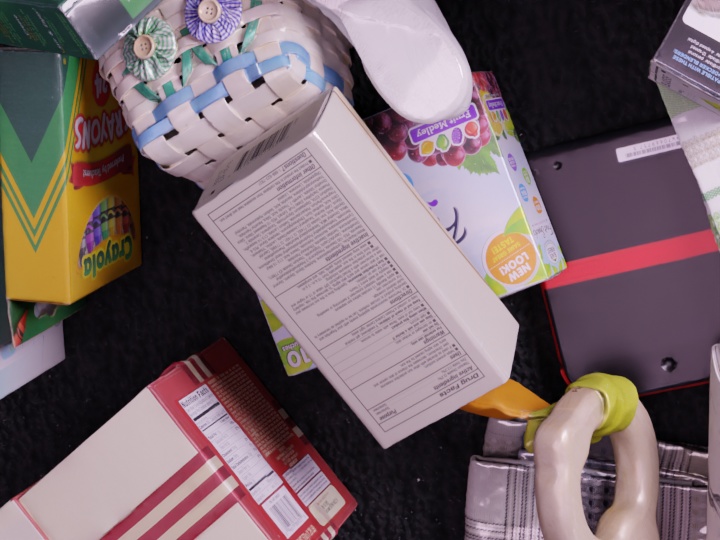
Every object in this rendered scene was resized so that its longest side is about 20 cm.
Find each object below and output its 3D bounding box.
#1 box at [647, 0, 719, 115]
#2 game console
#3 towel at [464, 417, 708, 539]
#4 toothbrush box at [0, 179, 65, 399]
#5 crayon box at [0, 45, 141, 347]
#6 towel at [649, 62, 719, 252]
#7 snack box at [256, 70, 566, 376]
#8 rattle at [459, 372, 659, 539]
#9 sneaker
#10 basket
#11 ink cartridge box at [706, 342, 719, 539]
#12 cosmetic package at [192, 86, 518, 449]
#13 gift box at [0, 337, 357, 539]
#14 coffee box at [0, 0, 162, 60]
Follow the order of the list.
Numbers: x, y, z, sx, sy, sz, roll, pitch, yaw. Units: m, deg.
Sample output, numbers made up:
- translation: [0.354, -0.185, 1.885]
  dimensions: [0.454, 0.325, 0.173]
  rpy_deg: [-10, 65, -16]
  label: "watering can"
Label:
- translation: [0.243, -0.192, 1.052]
  dimensions: [0.060, 0.117, 0.201]
  rpy_deg: [29, 94, 7]
  label: "box"
- translation: [0.212, -0.011, 1.170]
  dimensions: [0.198, 0.031, 0.179]
  rpy_deg: [-13, 92, 17]
  label: "game console"
- translation: [0.163, 0.203, 1.224]
  dimensions: [0.190, 0.035, 0.202]
  rpy_deg: [8, 103, 14]
  label: "towel"
- translation: [-0.283, 0.015, 1.222]
  dimensions: [0.084, 0.200, 0.148]
  rpy_deg: [1, 103, 16]
  label: "toothbrush box"
- translation: [-0.196, -0.058, 1.221]
  dimensions: [0.050, 0.127, 0.202]
  rpy_deg: [4, 104, 15]
  label: "crayon box"
- translation: [0.281, -0.067, 1.109]
  dimensions: [0.148, 0.031, 0.202]
  rpy_deg: [-22, 78, 13]
  label: "towel"
- translation: [0.019, -0.030, 1.193]
  dimensions: [0.199, 0.053, 0.143]
  rpy_deg: [-22, 90, 23]
  label: "snack box"
- translation: [0.128, 0.169, 1.172]
  dimensions: [0.141, 0.130, 0.202]
  rpy_deg: [-7, 116, 23]
  label: "rattle"
- translation: [0.006, -0.179, 1.113]
  dimensions: [0.075, 0.088, 0.201]
  rpy_deg: [-30, 86, 16]
  label: "sneaker"
- translation: [-0.090, -0.172, 1.169]
  dimensions: [0.175, 0.139, 0.202]
  rpy_deg: [-28, 58, 20]
  label: "basket"
- translation: [0.293, 0.150, 1.128]
  dimensions: [0.145, 0.083, 0.202]
  rpy_deg: [-1, 109, 6]
  label: "ink cartridge box"
- translation: [0.000, 0.000, 1.114]
  dimensions: [0.103, 0.073, 0.201]
  rpy_deg: [-30, 109, 25]
  label: "cosmetic package"
- translation: [-0.127, 0.188, 1.225]
  dimensions: [0.186, 0.184, 0.201]
  rpy_deg: [-39, 84, 18]
  label: "gift box"
- translation: [-0.176, -0.191, 1.123]
  dimensions: [0.123, 0.199, 0.044]
  rpy_deg: [-46, 121, -19]
  label: "coffee box"
